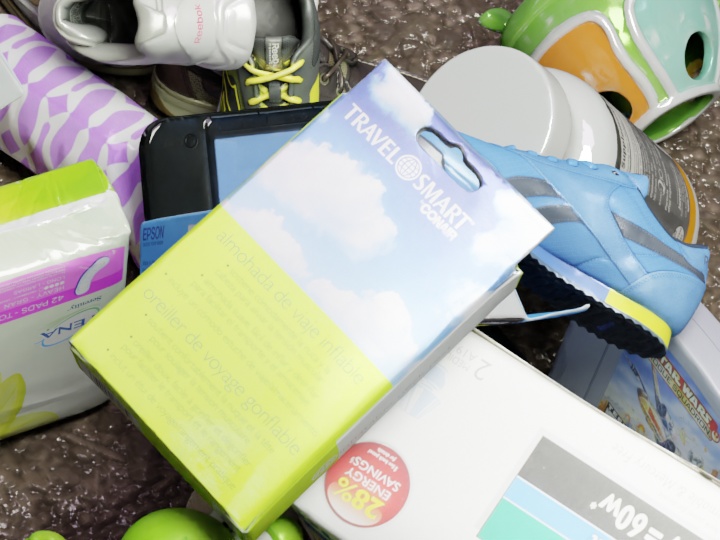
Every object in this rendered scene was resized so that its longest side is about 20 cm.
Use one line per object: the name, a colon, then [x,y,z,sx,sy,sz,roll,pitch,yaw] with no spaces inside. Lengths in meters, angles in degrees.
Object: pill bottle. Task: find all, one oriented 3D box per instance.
pill bottle: [0.115,-0.052,1.229,0.116,0.200,0.117,-11,68,29]

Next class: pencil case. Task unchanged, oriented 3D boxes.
pencil case: [-0.175,-0.078,1.277,0.200,0.084,0.086,34,86,20]

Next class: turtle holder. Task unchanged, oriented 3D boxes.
turtle holder: [0.182,-0.152,1.402,0.132,0.141,0.185,57,19,15]

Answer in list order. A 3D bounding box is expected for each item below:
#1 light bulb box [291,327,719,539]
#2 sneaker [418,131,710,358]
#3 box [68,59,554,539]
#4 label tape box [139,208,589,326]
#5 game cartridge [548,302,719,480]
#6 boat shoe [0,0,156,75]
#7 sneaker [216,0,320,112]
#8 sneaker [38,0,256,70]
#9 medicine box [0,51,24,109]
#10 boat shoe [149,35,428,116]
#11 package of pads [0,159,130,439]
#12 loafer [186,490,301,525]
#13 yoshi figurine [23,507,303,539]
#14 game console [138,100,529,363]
light bulb box: [0.083,0.138,1.044,0.198,0.200,0.125,32,77,14]
sneaker: [0.100,-0.035,1.107,0.199,0.066,0.079,33,75,-13]
box: [-0.021,0.013,0.960,0.200,0.048,0.122,-43,79,-11]
label tape box: [0.000,0.000,1.099,0.199,0.143,0.067,-2,88,-27]
game cartridge: [0.181,0.088,1.175,0.041,0.134,0.200,-19,55,-24]
boat shoe: [-0.206,-0.205,1.385,0.200,0.069,0.075,35,51,17]
sneaker: [-0.059,-0.110,1.278,0.074,0.085,0.201,-3,87,-1]
sneaker: [-0.154,-0.161,1.263,0.099,0.078,0.199,-5,7,-38]
medicine box: [-0.306,-0.119,1.109,0.182,0.103,0.200,-34,37,-9]
boat shoe: [-0.037,-0.122,1.354,0.199,0.065,0.074,5,47,-10]
package of pads: [-0.223,0.037,1.115,0.199,0.155,0.068,-19,56,-25]
loafer: [-0.066,0.155,1.106,0.068,0.076,0.201,7,39,-5]
yoshi figurine: [-0.117,0.174,0.986,0.112,0.200,0.112,42,14,-17]
game console: [-0.012,-0.011,1.206,0.199,0.172,0.118,-9,8,-32]
